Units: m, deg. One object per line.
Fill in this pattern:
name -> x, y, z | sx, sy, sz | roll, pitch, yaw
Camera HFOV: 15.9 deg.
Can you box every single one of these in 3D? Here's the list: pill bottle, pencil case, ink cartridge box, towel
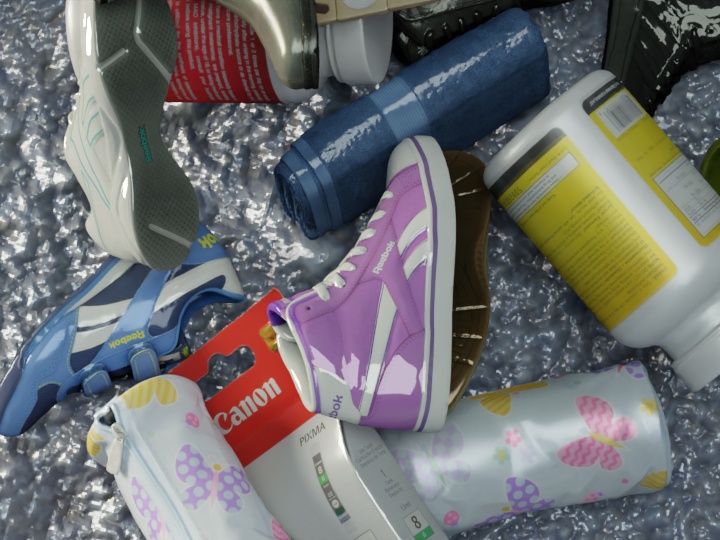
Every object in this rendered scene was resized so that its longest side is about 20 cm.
pill bottle -> 0.180, -0.023, 1.666 | 0.112, 0.112, 0.200 | -40, 86, -8
pencil case -> -0.095, 0.161, 1.612 | 0.083, 0.091, 0.201 | -35, 67, 1
pencil case -> 0.105, 0.123, 1.688 | 0.198, 0.083, 0.091 | -14, 98, -5
pill bottle -> -0.083, -0.166, 1.684 | 0.198, 0.112, 0.113 | 2, 81, 15
ink cartridge box -> -0.056, 0.137, 1.653 | 0.201, 0.161, 0.050 | 55, 37, 3
towel -> 0.033, -0.100, 1.707 | 0.199, 0.112, 0.049 | -32, 73, -7

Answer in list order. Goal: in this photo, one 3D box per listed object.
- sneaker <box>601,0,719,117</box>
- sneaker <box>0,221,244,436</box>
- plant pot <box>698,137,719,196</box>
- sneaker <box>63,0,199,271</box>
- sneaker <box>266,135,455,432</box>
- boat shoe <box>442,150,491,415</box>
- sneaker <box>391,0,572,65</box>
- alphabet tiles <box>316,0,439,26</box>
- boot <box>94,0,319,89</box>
sneaker -> 0.219, -0.158, 1.755 | 0.103, 0.060, 0.202 | 9, 78, 2
sneaker -> -0.161, 0.046, 1.694 | 0.200, 0.074, 0.082 | -44, 89, -7
plant pot -> 0.355, -0.024, 1.691 | 0.192, 0.200, 0.202 | -20, 83, -18
sneaker -> -0.159, -0.100, 1.631 | 0.070, 0.080, 0.202 | -16, 106, -43
sneaker -> 0.000, 0.000, 1.610 | 0.113, 0.073, 0.202 | 6, 61, -7
boat shoe -> 0.051, 0.020, 1.688 | 0.071, 0.065, 0.201 | 6, 60, 5
sneaker -> 0.063, -0.186, 1.743 | 0.199, 0.071, 0.099 | 2, 81, -2
alphabet tiles -> -0.007, -0.250, 1.629 | 0.166, 0.008, 0.202 | -10, 66, 12
boot -> -0.104, -0.178, 1.570 | 0.130, 0.068, 0.201 | -13, 56, -11
